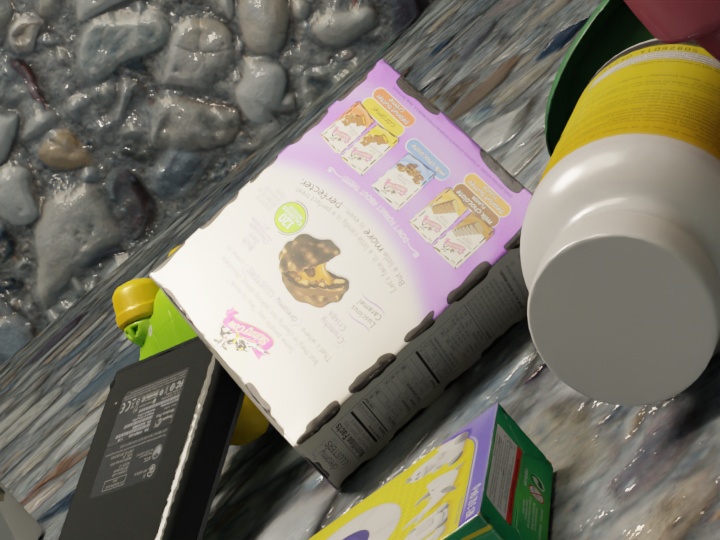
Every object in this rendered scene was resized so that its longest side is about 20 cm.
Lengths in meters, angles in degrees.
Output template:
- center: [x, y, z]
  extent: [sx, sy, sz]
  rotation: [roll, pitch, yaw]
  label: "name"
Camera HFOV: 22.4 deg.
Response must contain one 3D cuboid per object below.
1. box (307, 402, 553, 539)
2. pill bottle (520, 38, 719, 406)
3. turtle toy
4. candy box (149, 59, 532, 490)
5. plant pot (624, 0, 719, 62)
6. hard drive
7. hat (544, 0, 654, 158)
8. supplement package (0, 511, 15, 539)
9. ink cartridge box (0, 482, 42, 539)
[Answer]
- center: [-0.005, 0.151, 0.816]
  extent: [0.200, 0.048, 0.117]
  rotation: [-40, 10, 19]
  label: "box"
- center: [0.135, -0.024, 0.833]
  extent: [0.112, 0.112, 0.200]
  rotation: [-35, 11, 30]
  label: "pill bottle"
- center: [-0.084, 0.052, 1.277]
  extent: [0.100, 0.147, 0.199]
  rotation: [-5, -18, -42]
  label: "turtle toy"
- center: [0.000, 0.000, 1.091]
  extent: [0.200, 0.168, 0.072]
  rotation: [-42, -35, -3]
  label: "candy box"
- center: [0.225, -0.131, 0.755]
  extent: [0.200, 0.179, 0.200]
  rotation: [-40, 10, 9]
  label: "plant pot"
- center: [-0.140, 0.143, 1.158]
  extent: [0.139, 0.033, 0.202]
  rotation: [-22, 43, 46]
  label: "hard drive"
- center: [0.218, -0.078, 1.023]
  extent: [0.166, 0.176, 0.200]
  rotation: [-44, -27, -3]
  label: "hat"
- center: [-0.379, 0.254, 1.445]
  extent: [0.198, 0.110, 0.114]
  rotation: [-18, 16, 26]
  label: "supplement package"
- center: [-0.400, 0.214, 1.596]
  extent: [0.145, 0.200, 0.088]
  rotation: [-40, 7, 7]
  label: "ink cartridge box"
